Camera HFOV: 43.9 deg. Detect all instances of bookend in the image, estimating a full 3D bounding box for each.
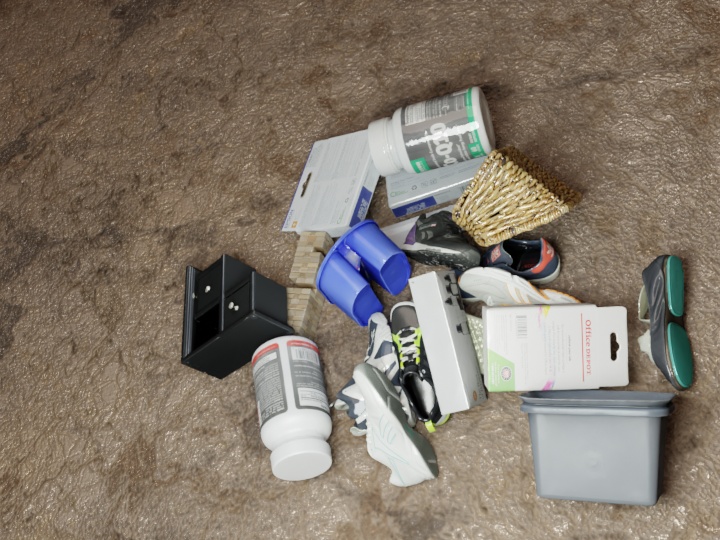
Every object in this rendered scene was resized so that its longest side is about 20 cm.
[{"bbox_3d":[-0.212,0.049,1.538,0.198,0.091,0.202,-31,47,34],"label":"bookend"}]

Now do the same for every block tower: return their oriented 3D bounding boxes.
[{"bbox_3d":[-0.094,0.033,1.556,0.057,0.054,0.204,2,63,28],"label":"block tower"}]

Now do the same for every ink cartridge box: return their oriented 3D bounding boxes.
[{"bbox_3d":[-0.044,-0.155,1.627,0.198,0.040,0.203,-1,64,50],"label":"ink cartridge box"},{"bbox_3d":[0.136,-0.209,1.586,0.196,0.041,0.204,-16,54,17],"label":"ink cartridge box"},{"bbox_3d":[0.275,0.107,1.270,0.195,0.067,0.120,-1,90,3],"label":"ink cartridge box"}]

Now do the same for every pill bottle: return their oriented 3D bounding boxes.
[{"bbox_3d":[-0.106,0.217,1.411,0.114,0.116,0.203,-21,54,13],"label":"pill bottle"},{"bbox_3d":[0.119,-0.228,1.498,0.196,0.113,0.115,-13,56,19],"label":"pill bottle"}]

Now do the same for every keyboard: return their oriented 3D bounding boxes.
[{"bbox_3d":[0.104,-0.069,1.549,0.196,0.011,0.057,-18,60,17],"label":"keyboard"}]

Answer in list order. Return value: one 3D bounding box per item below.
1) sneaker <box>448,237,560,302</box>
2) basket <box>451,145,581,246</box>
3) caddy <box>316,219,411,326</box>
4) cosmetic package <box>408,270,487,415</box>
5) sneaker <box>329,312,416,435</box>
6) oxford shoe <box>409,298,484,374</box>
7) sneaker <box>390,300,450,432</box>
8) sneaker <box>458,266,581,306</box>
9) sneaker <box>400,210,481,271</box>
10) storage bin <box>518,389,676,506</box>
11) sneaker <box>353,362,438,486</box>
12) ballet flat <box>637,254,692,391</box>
[{"bbox_3d":[0.212,-0.010,1.409,0.196,0.085,0.076,-16,55,17],"label":"sneaker"},{"bbox_3d":[0.238,-0.092,1.380,0.148,0.200,0.144,37,109,9],"label":"basket"},{"bbox_3d":[0.000,0.000,1.447,0.105,0.200,0.142,39,83,20],"label":"caddy"},{"bbox_3d":[0.131,0.104,1.326,0.050,0.082,0.205,-17,83,29],"label":"cosmetic package"},{"bbox_3d":[0.005,0.169,1.407,0.127,0.080,0.203,-17,65,6],"label":"sneaker"},{"bbox_3d":[0.160,0.098,1.388,0.198,0.057,0.076,30,102,29],"label":"oxford shoe"},{"bbox_3d":[0.090,0.140,1.343,0.071,0.083,0.204,-23,76,20],"label":"sneaker"},{"bbox_3d":[0.233,0.062,1.336,0.196,0.076,0.094,20,79,12],"label":"sneaker"},{"bbox_3d":[0.132,-0.057,1.432,0.199,0.075,0.089,13,78,62],"label":"sneaker"},{"bbox_3d":[0.318,0.232,1.192,0.196,0.145,0.138,-1,88,25],"label":"storage bin"},{"bbox_3d":[0.035,0.231,1.306,0.079,0.070,0.203,-27,97,20],"label":"sneaker"},{"bbox_3d":[0.428,0.077,1.267,0.072,0.073,0.204,-6,65,22],"label":"ballet flat"}]
